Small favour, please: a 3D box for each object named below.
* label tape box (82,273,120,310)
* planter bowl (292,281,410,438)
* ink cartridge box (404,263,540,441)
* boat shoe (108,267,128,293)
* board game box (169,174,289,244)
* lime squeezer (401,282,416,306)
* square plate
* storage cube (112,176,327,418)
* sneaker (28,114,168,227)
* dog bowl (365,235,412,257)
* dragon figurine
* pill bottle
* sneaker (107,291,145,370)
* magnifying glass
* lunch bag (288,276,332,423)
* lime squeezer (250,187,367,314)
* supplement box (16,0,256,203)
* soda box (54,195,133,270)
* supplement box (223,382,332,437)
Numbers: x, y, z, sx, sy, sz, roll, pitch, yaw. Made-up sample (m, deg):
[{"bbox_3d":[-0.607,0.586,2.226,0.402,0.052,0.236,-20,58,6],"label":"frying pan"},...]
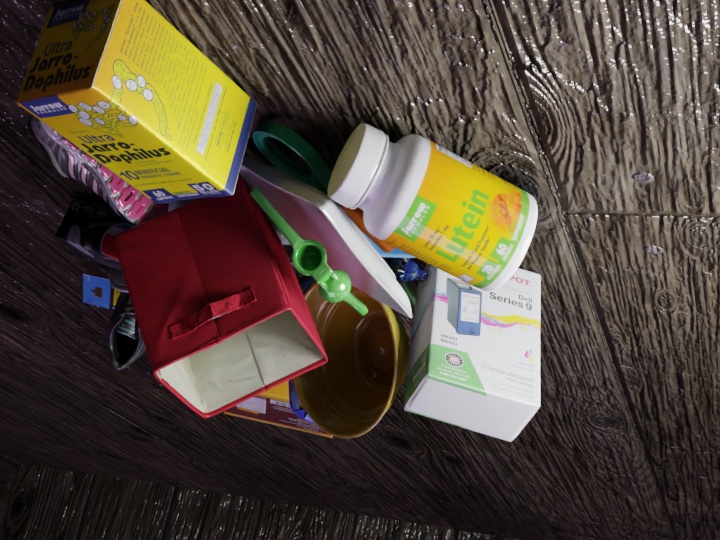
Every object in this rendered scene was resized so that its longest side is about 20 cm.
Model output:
[{"bbox_3d":[-0.315,0.028,1.626,0.197,0.064,0.144,17,157,-9],"label":"label tape box"},{"bbox_3d":[0.003,0.104,1.347,0.083,0.204,0.199,0,172,-43],"label":"planter bowl"},{"bbox_3d":[0.139,0.085,1.308,0.143,0.202,0.088,17,138,-9],"label":"ink cartridge box"},{"bbox_3d":[-0.241,0.004,1.461,0.196,0.077,0.061,-6,151,7],"label":"boat shoe"},{"bbox_3d":[-0.194,-0.088,1.326,0.197,0.026,0.200,2,156,27],"label":"board game box"},{"bbox_3d":[0.115,0.062,1.453,0.198,0.072,0.038,26,172,-29],"label":"lime squeezer"},{"bbox_3d":[-0.041,-0.045,1.188,0.197,0.029,0.200,32,166,48],"label":"square plate"},{"bbox_3d":[-0.160,0.036,1.247,0.169,0.182,0.200,-24,154,2],"label":"storage cube"},{"bbox_3d":[-0.299,-0.123,1.218,0.087,0.074,0.200,0,141,47],"label":"sneaker"},{"bbox_3d":[0.054,-0.056,1.231,0.197,0.050,0.112,1,155,27],"label":"dog bowl"},{"bbox_3d":[0.000,0.000,1.374,0.196,0.060,0.100,3,146,21],"label":"dragon figurine"},{"bbox_3d":[0.071,-0.068,1.095,0.198,0.113,0.111,25,156,-14],"label":"pill bottle"},{"bbox_3d":[-0.308,0.050,1.515,0.074,0.203,0.079,18,-164,-7],"label":"sneaker"},{"bbox_3d":[-0.036,-0.089,1.160,0.199,0.023,0.079,40,162,-19],"label":"magnifying glass"},{"bbox_3d":[-0.050,0.110,1.489,0.093,0.203,0.150,20,158,-19],"label":"lunch bag"},{"bbox_3d":[-0.044,-0.010,1.158,0.037,0.071,0.200,-33,119,18],"label":"lime squeezer"},{"bbox_3d":[-0.209,-0.161,1.038,0.107,0.111,0.200,-3,153,35],"label":"supplement box"},{"bbox_3d":[-0.297,-0.033,1.414,0.197,0.064,0.071,17,163,19],"label":"soda box"},{"bbox_3d":[-0.119,0.170,1.770,0.194,0.135,0.200,13,159,-1],"label":"supplement box"}]
